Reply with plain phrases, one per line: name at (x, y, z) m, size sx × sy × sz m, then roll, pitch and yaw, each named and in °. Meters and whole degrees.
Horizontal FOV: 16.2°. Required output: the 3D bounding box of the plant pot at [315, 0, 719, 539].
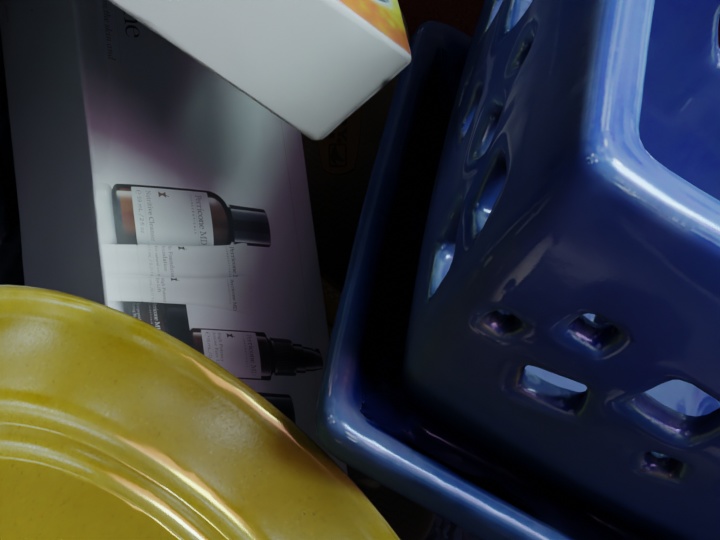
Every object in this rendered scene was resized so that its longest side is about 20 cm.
plant pot at (0.106, -0.010, 0.734) m, size 0.200 × 0.180 × 0.200 m, roll 29°, pitch 46°, yaw -17°

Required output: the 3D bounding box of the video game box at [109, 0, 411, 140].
video game box at (-0.079, -0.152, 0.710) m, size 0.200 × 0.047 × 0.183 m, roll 33°, pitch 32°, yaw -35°

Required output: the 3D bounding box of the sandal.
sandal at (0.000, 0.000, 0.834) m, size 0.080 × 0.054 × 0.201 m, roll -5°, pitch 96°, yaw -37°

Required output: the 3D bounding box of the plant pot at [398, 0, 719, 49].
plant pot at (0.101, -0.138, 0.887) m, size 0.200 × 0.176 × 0.200 m, roll 55°, pitch 51°, yaw -17°

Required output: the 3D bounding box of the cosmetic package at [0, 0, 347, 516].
cosmetic package at (-0.059, -0.018, 0.780) m, size 0.082 × 0.051 × 0.201 m, roll 5°, pitch 68°, yaw -38°

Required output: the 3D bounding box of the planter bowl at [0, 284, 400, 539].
planter bowl at (-0.064, 0.105, 0.645) m, size 0.200 × 0.083 × 0.201 m, roll 36°, pitch 25°, yaw -20°
